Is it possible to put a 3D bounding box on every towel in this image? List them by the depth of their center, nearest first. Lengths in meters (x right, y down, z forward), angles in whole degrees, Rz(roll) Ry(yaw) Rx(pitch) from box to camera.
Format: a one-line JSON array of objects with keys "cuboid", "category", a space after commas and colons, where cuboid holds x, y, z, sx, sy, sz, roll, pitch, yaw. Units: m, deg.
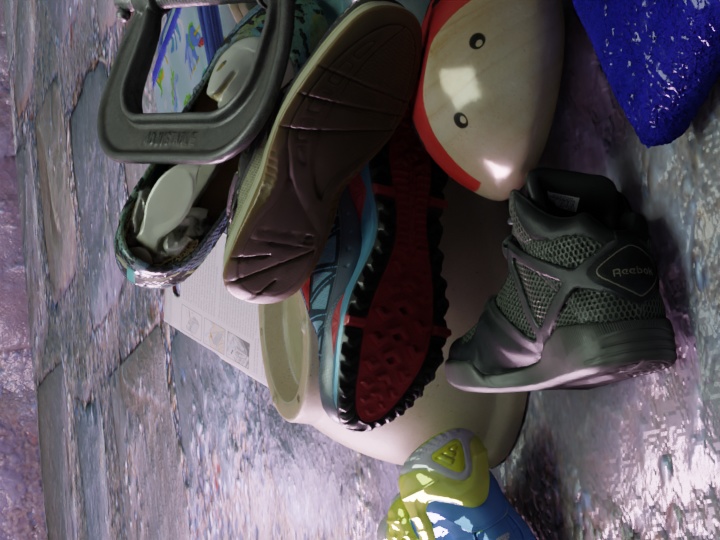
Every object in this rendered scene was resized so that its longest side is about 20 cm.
[{"cuboid": [0.149, -0.175, 1.010, 0.201, 0.049, 0.149, 109, 152, -51], "category": "towel"}]

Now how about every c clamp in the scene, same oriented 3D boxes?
[{"cuboid": [-0.097, -0.141, 1.227, 0.199, 0.027, 0.172, 13, 78, 51], "category": "c clamp"}]

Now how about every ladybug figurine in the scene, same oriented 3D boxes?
[{"cuboid": [0.067, -0.111, 1.179, 0.200, 0.071, 0.137, -104, 23, -83], "category": "ladybug figurine"}]

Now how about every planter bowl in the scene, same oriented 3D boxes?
[{"cuboid": [0.011, 0.032, 1.351, 0.200, 0.133, 0.203, 177, 90, -73], "category": "planter bowl"}]

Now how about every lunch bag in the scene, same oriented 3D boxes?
[{"cuboid": [-0.103, -0.139, 1.592, 0.200, 0.082, 0.162, 129, 134, -68], "category": "lunch bag"}]

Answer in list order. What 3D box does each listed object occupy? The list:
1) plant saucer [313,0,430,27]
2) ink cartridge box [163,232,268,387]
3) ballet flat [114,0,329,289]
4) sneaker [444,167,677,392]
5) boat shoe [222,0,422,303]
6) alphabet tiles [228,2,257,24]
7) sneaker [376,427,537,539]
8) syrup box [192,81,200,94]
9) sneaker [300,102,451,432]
[{"cuboid": [-0.036, -0.198, 1.269, 0.201, 0.039, 0.201, 40, 159, 18], "category": "plant saucer"}, {"cuboid": [-0.063, 0.025, 1.576, 0.199, 0.050, 0.110, 29, 125, 35], "category": "ink cartridge box"}, {"cuboid": [-0.081, -0.077, 1.242, 0.201, 0.074, 0.074, -61, 21, 0], "category": "ballet flat"}, {"cuboid": [0.104, 0.010, 1.155, 0.199, 0.075, 0.116, 151, 116, -67], "category": "sneaker"}, {"cuboid": [-0.032, -0.076, 1.186, 0.201, 0.073, 0.065, -59, 36, 26], "category": "boat shoe"}, {"cuboid": [-0.085, -0.236, 1.405, 0.201, 0.014, 0.196, -94, -19, -51], "category": "alphabet tiles"}, {"cuboid": [0.064, 0.177, 1.307, 0.105, 0.075, 0.200, 56, 170, 21], "category": "sneaker"}, {"cuboid": [-0.040, -0.082, 1.377, 0.079, 0.081, 0.200, 47, 174, 17], "category": "syrup box"}, {"cuboid": [0.000, 0.000, 1.244, 0.095, 0.079, 0.202, -14, 63, 49], "category": "sneaker"}]
